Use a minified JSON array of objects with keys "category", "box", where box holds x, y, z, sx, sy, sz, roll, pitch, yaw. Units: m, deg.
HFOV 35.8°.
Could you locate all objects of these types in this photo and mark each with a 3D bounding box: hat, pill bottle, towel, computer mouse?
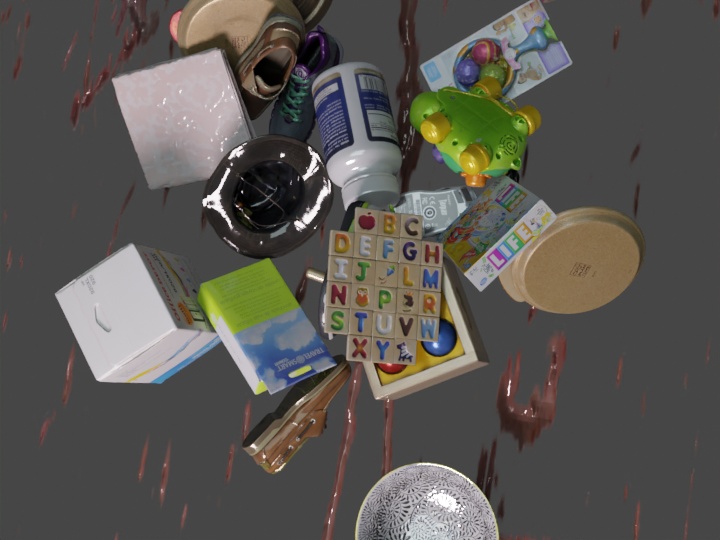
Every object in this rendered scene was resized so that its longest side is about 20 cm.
[{"category":"hat","box":[-0.135,-0.121,1.655,0.198,0.081,0.203,-2,119,-3]},{"category":"pill bottle","box":[-0.001,-0.186,1.603,0.110,0.111,0.202,-16,69,13]},{"category":"towel","box":[-0.261,-0.226,1.689,0.198,0.032,0.193,-9,112,21]},{"category":"computer mouse","box":[0.134,-0.089,1.610,0.197,0.044,0.111,-6,87,9]}]

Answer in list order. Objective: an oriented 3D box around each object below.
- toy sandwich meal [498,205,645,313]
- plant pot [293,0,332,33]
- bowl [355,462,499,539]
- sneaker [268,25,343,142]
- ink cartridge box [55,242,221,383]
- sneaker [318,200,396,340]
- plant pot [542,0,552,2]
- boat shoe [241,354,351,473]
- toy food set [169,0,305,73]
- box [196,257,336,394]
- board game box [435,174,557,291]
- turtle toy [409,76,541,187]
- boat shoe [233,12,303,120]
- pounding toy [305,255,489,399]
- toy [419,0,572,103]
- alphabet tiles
[{"category":"toy sandwich meal","box":[0.284,-0.021,1.512,0.203,0.206,0.071,-23,40,12]},{"category":"plant pot","box":[-0.143,-0.454,1.697,0.198,0.093,0.203,-2,84,16]},{"category":"bowl","box":[0.100,0.364,1.544,0.198,0.094,0.203,-1,85,15]},{"category":"sneaker","box":[-0.096,-0.268,1.666,0.074,0.087,0.202,23,90,16]},{"category":"ink cartridge box","box":[-0.314,0.066,1.634,0.144,0.200,0.148,-33,77,10]},{"category":"sneaker","box":[0.000,0.000,1.490,0.082,0.072,0.202,16,78,4]},{"category":"plant pot","box":[0.278,-0.480,1.542,0.198,0.200,0.181,-21,94,12]},{"category":"boat shoe","box":[-0.080,0.210,1.630,0.200,0.072,0.068,-43,105,0]},{"category":"toy food set","box":[-0.181,-0.354,1.661,0.196,0.201,0.049,-14,46,8]},{"category":"box","box":[-0.136,0.087,1.618,0.121,0.048,0.201,-22,65,-30]},{"category":"board game box","box":[0.175,-0.055,1.480,0.134,0.200,0.034,-44,105,4]},{"category":"turtle toy","box":[0.149,-0.195,1.565,0.145,0.102,0.200,-36,62,-25]},{"category":"boat shoe","box":[-0.143,-0.287,1.640,0.075,0.200,0.072,13,51,-17]},{"category":"pounding toy","box":[0.053,0.065,1.562,0.182,0.142,0.202,-22,79,12]},{"category":"toy","box":[0.191,-0.302,1.611,0.199,0.047,0.116,-28,77,11]},{"category":"alphabet tiles","box":[0.033,0.021,1.474,0.165,0.006,0.203,6,82,-22]}]
